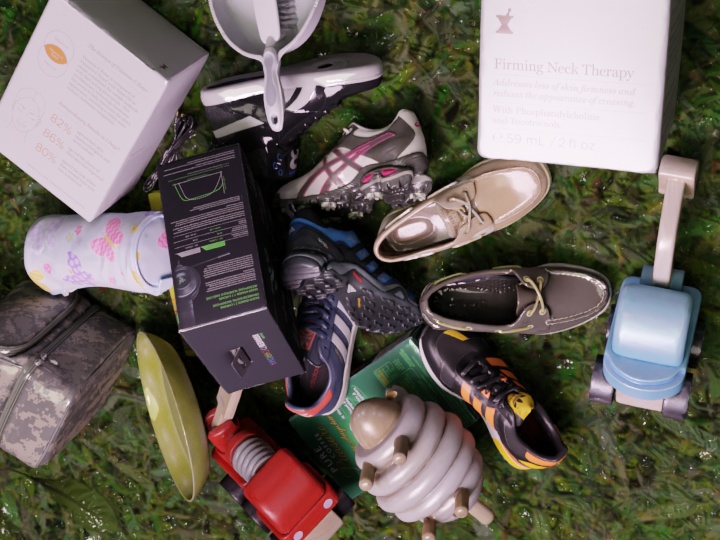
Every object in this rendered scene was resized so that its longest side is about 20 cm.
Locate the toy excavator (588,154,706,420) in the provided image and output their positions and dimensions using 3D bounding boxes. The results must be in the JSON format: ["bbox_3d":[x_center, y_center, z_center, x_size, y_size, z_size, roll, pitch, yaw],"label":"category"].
[{"bbox_3d":[0.293,0.018,1.323,0.098,0.196,0.201,12,144,14],"label":"toy excavator"}]

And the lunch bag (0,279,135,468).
[{"bbox_3d":[-0.377,0.105,1.558,0.166,0.200,0.140,31,119,3],"label":"lunch bag"}]

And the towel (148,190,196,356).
[{"bbox_3d":[-0.181,0.001,1.548,0.085,0.018,0.203,-5,110,16],"label":"towel"}]

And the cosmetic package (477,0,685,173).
[{"bbox_3d":[0.203,-0.214,1.225,0.165,0.166,0.203,6,114,17],"label":"cosmetic package"}]

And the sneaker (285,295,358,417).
[{"bbox_3d":[-0.047,0.061,1.463,0.074,0.084,0.203,5,97,27],"label":"sneaker"}]

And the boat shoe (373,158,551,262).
[{"bbox_3d":[0.102,-0.058,1.387,0.198,0.065,0.073,-21,105,25],"label":"boat shoe"}]

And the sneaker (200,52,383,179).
[{"bbox_3d":[-0.060,-0.154,1.400,0.197,0.073,0.113,-7,112,20],"label":"sneaker"}]

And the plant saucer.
[{"bbox_3d":[-0.212,0.163,1.558,0.031,0.200,0.203,-15,113,-19],"label":"plant saucer"}]

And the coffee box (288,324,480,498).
[{"bbox_3d":[0.027,0.160,1.524,0.199,0.044,0.123,-37,96,29],"label":"coffee box"}]

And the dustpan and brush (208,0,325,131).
[{"bbox_3d":[-0.086,-0.235,1.341,0.138,0.057,0.203,-10,87,23],"label":"dustpan and brush"}]

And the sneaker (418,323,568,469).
[{"bbox_3d":[0.146,0.127,1.429,0.201,0.070,0.090,50,160,-10],"label":"sneaker"}]

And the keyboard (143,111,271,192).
[{"bbox_3d":[-0.176,-0.092,1.489,0.126,0.021,0.201,35,114,-1],"label":"keyboard"}]

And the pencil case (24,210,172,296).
[{"bbox_3d":[-0.286,-0.019,1.507,0.198,0.083,0.092,-1,82,37],"label":"pencil case"}]

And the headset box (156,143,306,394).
[{"bbox_3d":[-0.128,0.008,1.380,0.091,0.175,0.203,-15,64,4],"label":"headset box"}]

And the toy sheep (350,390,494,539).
[{"bbox_3d":[0.065,0.207,1.431,0.137,0.138,0.200,-36,108,29],"label":"toy sheep"}]

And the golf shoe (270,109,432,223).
[{"bbox_3d":[-0.009,-0.103,1.416,0.198,0.077,0.090,-12,73,36],"label":"golf shoe"}]

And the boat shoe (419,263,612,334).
[{"bbox_3d":[0.159,0.031,1.387,0.198,0.060,0.073,-4,88,6],"label":"boat shoe"}]

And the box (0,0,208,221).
[{"bbox_3d":[-0.282,-0.186,1.448,0.152,0.106,0.201,38,120,1],"label":"box"}]

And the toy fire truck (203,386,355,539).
[{"bbox_3d":[-0.107,0.194,1.488,0.176,0.129,0.201,36,168,46],"label":"toy fire truck"}]

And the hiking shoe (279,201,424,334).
[{"bbox_3d":[0.000,0.000,1.422,0.074,0.088,0.199,-22,143,35],"label":"hiking shoe"}]
